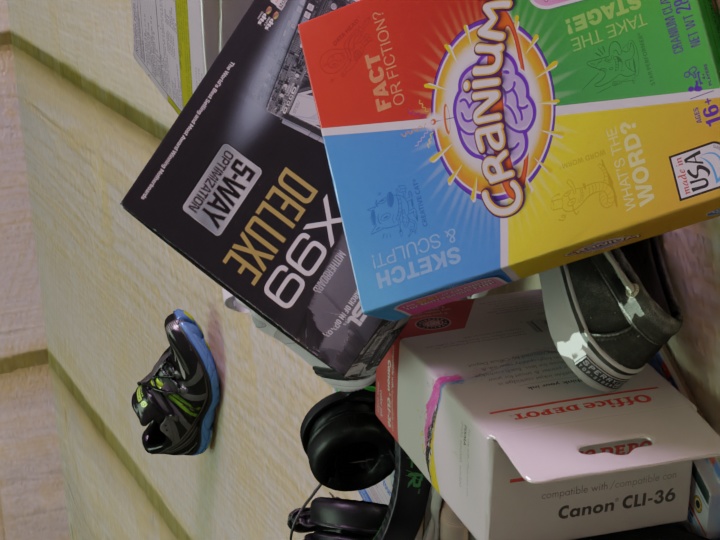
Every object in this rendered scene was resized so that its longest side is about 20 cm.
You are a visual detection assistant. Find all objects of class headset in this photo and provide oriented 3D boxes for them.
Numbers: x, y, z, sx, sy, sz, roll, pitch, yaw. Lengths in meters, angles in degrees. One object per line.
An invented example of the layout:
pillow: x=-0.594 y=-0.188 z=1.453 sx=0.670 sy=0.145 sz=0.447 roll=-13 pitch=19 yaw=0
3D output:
headset: x=0.006 y=0.146 z=1.374 sx=0.200 sy=0.093 sz=0.125 roll=-39 pitch=48 yaw=56

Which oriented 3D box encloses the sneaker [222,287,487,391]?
sneaker: x=0.000 y=0.000 z=1.273 sx=0.200 sy=0.114 sz=0.076 roll=-40 pitch=31 yaw=44

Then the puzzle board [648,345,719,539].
puzzle board: x=0.150 y=0.109 z=1.102 sx=0.151 sy=0.017 sz=0.201 roll=100 pitch=154 yaw=-46

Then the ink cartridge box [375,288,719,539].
ink cartridge box: x=0.094 y=0.081 z=1.051 sx=0.200 sy=0.115 sz=0.068 roll=-132 pitch=39 yaw=-60

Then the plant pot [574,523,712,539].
plant pot: x=0.105 y=0.230 z=1.006 sx=0.177 sy=0.198 sz=0.201 roll=-130 pitch=30 yaw=-68

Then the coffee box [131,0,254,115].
coffee box: x=-0.026 y=-0.206 z=1.199 sx=0.198 sy=0.198 sz=0.202 roll=-132 pitch=36 yaw=-61

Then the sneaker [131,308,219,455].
sneaker: x=-0.190 y=0.123 z=2.072 sx=0.201 sy=0.082 sz=0.071 roll=100 pitch=154 yaw=-45

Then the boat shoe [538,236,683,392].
boat shoe: x=0.123 y=-0.031 z=1.056 sx=0.064 sy=0.070 sz=0.201 roll=-43 pitch=42 yaw=30

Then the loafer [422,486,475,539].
loafer: x=0.077 y=0.149 z=1.308 sx=0.072 sy=0.062 sz=0.201 roll=-68 pitch=-10 yaw=-51

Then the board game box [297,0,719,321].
board game box: x=0.079 y=-0.077 z=0.975 sx=0.040 sy=0.199 sz=0.154 roll=13 pitch=-119 yaw=-64

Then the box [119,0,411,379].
box: x=-0.007 y=-0.069 z=1.067 sx=0.157 sy=0.201 sz=0.050 roll=37 pitch=-173 yaw=16

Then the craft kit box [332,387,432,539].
craft kit box: x=0.028 y=0.090 z=1.436 sx=0.200 sy=0.048 sz=0.199 roll=-124 pitch=28 yaw=-54
